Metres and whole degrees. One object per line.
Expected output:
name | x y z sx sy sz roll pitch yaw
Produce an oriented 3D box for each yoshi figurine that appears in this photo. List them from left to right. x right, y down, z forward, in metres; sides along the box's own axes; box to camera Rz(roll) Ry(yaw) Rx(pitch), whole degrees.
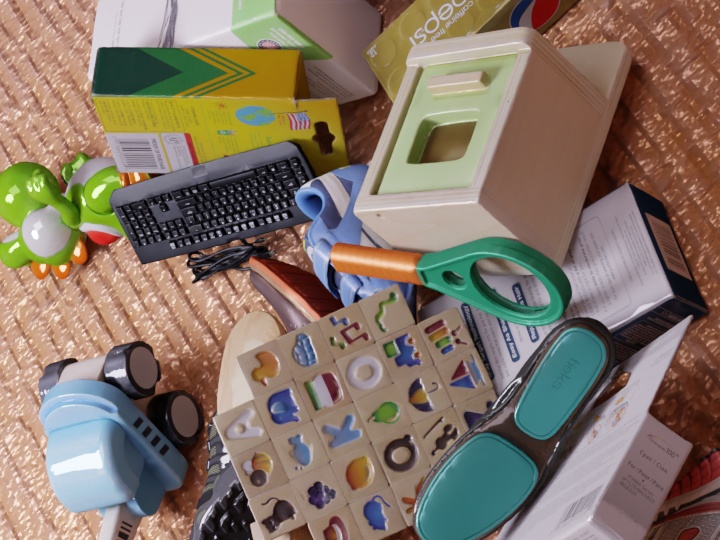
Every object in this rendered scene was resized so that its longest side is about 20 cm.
yoshi figurine | -0.255 -0.076 1.930 0.199 0.112 0.112 -29 45 28

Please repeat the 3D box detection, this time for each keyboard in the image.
keyboard | -0.116 -0.038 1.815 0.199 0.104 0.040 -14 29 33

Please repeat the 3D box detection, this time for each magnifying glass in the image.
magnifying glass | 0.065 0.001 1.606 0.199 0.080 0.022 7 52 33

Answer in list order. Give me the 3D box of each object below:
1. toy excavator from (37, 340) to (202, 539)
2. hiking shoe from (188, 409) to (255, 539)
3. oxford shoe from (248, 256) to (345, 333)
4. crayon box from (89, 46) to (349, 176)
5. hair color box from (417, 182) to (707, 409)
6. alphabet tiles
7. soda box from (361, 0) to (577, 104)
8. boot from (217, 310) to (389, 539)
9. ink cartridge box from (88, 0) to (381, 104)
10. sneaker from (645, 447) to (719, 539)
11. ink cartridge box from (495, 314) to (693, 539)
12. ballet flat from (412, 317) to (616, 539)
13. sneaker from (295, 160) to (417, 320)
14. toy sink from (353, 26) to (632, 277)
toy excavator | -0.201 0.190 1.799 0.099 0.195 0.201 -13 41 32
hiking shoe | -0.090 0.158 1.766 0.101 0.075 0.201 -120 50 -65
oxford shoe | -0.036 0.058 1.750 0.200 0.071 0.073 44 113 39
crayon box | -0.109 -0.127 1.779 0.199 0.127 0.051 2 63 6
hair color box | 0.148 0.031 1.627 0.199 0.060 0.100 -32 60 25
alphabet tiles | 0.001 0.112 1.602 0.199 0.006 0.167 -24 80 -4
soda box | 0.100 -0.206 1.730 0.200 0.064 0.068 -43 55 19
boot | -0.038 0.137 1.677 0.070 0.144 0.202 -16 74 30
ink cartridge box | -0.104 -0.186 1.815 0.199 0.145 0.084 -14 60 32
sneaker | 0.229 0.188 1.513 0.200 0.078 0.082 -40 70 29
ink cartridge box | 0.165 0.141 1.516 0.177 0.045 0.200 -58 6 -30
ballet flat | 0.114 0.118 1.557 0.068 0.068 0.200 41 97 3
sneaker | 0.000 0.000 1.709 0.082 0.074 0.201 -7 49 -7
toy sink | 0.099 -0.108 1.628 0.130 0.112 0.201 -2 58 46
